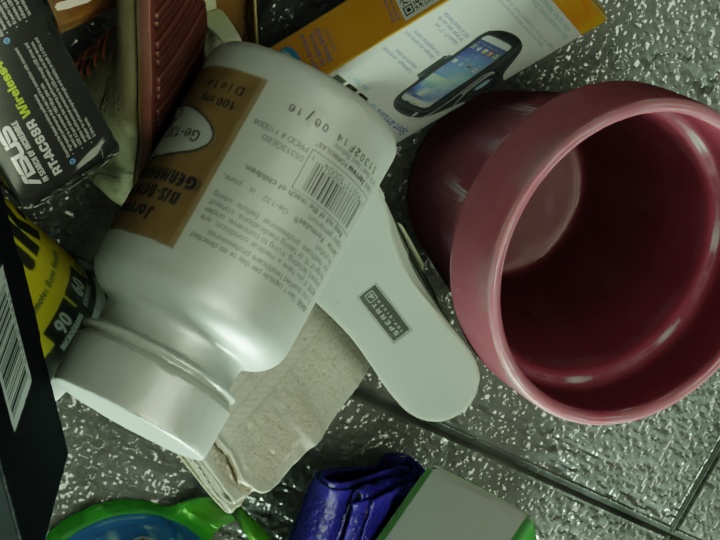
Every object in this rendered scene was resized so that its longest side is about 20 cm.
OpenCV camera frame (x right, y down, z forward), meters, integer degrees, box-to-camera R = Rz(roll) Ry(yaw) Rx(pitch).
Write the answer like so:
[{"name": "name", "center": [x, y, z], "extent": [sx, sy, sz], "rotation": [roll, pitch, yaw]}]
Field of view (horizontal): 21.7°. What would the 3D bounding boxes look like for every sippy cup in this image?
[{"name": "sippy cup", "center": [-0.132, 0.228, 1.153], "extent": [0.140, 0.130, 0.178], "rotation": [6, 106, -28]}]

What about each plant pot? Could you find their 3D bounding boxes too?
[{"name": "plant pot", "center": [0.124, -0.030, 1.158], "extent": [0.200, 0.179, 0.200], "rotation": [-9, 113, -23]}]

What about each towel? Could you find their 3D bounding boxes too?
[{"name": "towel", "center": [-0.058, 0.035, 1.105], "extent": [0.133, 0.034, 0.200], "rotation": [53, 45, -16]}, {"name": "towel", "center": [-0.018, 0.219, 1.215], "extent": [0.148, 0.050, 0.200], "rotation": [-1, 115, -65]}]

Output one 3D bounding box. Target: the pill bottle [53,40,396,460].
[{"name": "pill bottle", "center": [-0.074, -0.009, 0.987], "extent": [0.114, 0.114, 0.200], "rotation": [36, 76, -32]}]

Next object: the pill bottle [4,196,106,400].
[{"name": "pill bottle", "center": [-0.242, -0.009, 1.019], "extent": [0.114, 0.114, 0.200], "rotation": [-47, 122, -4]}]

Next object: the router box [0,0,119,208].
[{"name": "router box", "center": [-0.214, -0.144, 0.963], "extent": [0.062, 0.150, 0.200], "rotation": [-34, 120, -13]}]

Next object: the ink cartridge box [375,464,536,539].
[{"name": "ink cartridge box", "center": [0.052, 0.245, 1.214], "extent": [0.147, 0.083, 0.200], "rotation": [-53, 151, -25]}]

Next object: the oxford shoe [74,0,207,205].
[{"name": "oxford shoe", "center": [-0.130, -0.102, 1.022], "extent": [0.200, 0.075, 0.070], "rotation": [101, 15, -49]}]

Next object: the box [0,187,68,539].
[{"name": "box", "center": [-0.264, 0.052, 0.913], "extent": [0.196, 0.124, 0.200], "rotation": [-7, 118, 5]}]

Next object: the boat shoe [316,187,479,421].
[{"name": "boat shoe", "center": [0.000, 0.000, 1.112], "extent": [0.071, 0.064, 0.200], "rotation": [-30, 106, 2]}]

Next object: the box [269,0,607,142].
[{"name": "box", "center": [0.034, -0.130, 1.094], "extent": [0.200, 0.042, 0.119], "rotation": [-28, 156, 15]}]

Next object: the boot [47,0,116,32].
[{"name": "boot", "center": [-0.107, -0.248, 1.030], "extent": [0.200, 0.068, 0.188], "rotation": [-19, 92, 2]}]

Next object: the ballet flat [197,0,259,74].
[{"name": "ballet flat", "center": [-0.081, -0.153, 1.078], "extent": [0.069, 0.063, 0.200], "rotation": [-15, 114, -19]}]
